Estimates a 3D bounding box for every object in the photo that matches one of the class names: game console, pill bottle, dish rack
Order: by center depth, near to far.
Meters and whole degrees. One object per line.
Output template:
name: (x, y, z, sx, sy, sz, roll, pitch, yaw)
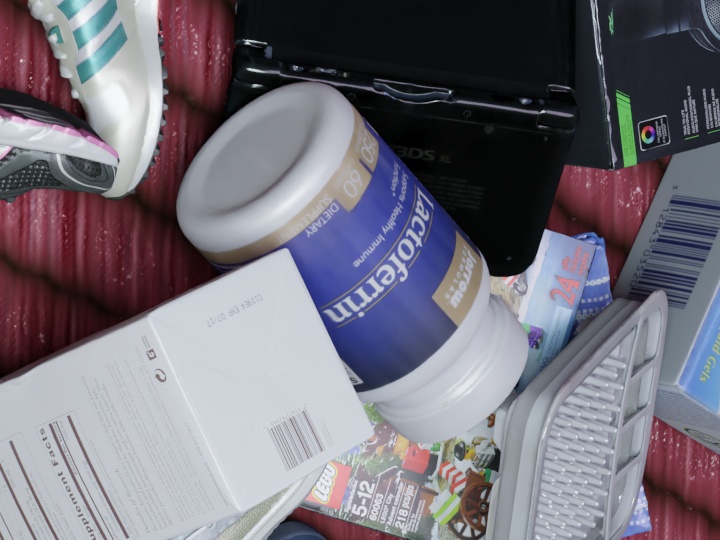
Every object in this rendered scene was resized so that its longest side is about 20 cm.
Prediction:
pill bottle: (0.000, 0.000, 1.624, 0.200, 0.116, 0.116, 47, 70, -31)
game console: (0.017, -0.106, 1.694, 0.200, 0.116, 0.176, 7, 123, -12)
dish rack: (0.119, 0.109, 1.712, 0.200, 0.043, 0.172, -40, 142, -57)

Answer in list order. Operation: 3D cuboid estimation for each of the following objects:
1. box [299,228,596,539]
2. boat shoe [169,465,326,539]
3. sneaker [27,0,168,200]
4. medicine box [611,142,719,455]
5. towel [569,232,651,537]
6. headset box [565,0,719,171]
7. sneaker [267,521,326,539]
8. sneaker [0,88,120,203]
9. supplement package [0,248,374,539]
box: (0.045, 0.060, 1.737, 0.136, 0.038, 0.200, 17, 87, -12)
boat shoe: (-0.077, 0.116, 1.669, 0.065, 0.074, 0.202, 43, 75, -35)
sneaker: (-0.154, -0.139, 1.589, 0.093, 0.070, 0.200, 1, 100, -17)
medicine box: (0.269, 0.028, 1.890, 0.200, 0.103, 0.182, 30, 79, -34)
towel: (0.098, 0.085, 1.797, 0.145, 0.024, 0.200, -14, 105, -13)
headset box: (0.181, -0.165, 1.802, 0.200, 0.093, 0.174, -15, 105, -33)
sneaker: (-0.051, 0.246, 1.701, 0.070, 0.082, 0.200, 24, 82, -33)
sneaker: (-0.229, -0.053, 1.531, 0.200, 0.080, 0.086, 7, 104, -15)
supplement package: (-0.113, 0.081, 1.533, 0.114, 0.200, 0.110, -27, 92, -46)
